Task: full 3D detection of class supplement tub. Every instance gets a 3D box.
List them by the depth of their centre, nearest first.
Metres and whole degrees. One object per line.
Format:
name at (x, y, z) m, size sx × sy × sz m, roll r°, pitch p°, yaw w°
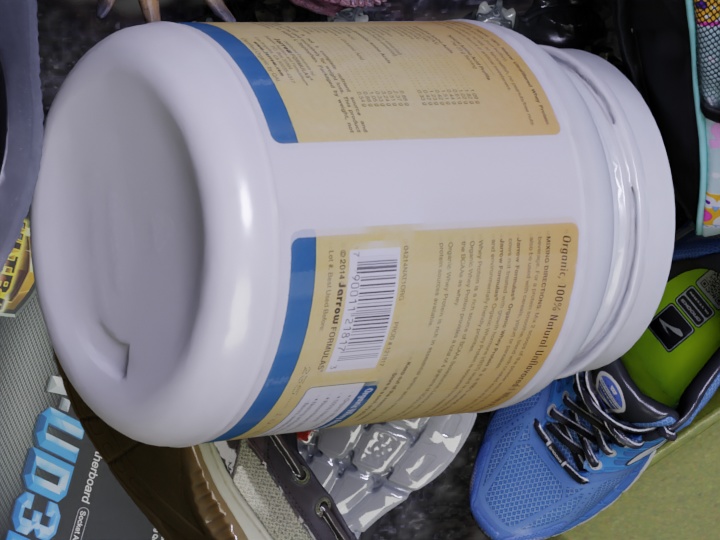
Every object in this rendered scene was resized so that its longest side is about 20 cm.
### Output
supplement tub at (-0.001, -0.017, 0.964) m, size 0.199 × 0.145 × 0.145 m, roll -4°, pitch 137°, yaw -35°

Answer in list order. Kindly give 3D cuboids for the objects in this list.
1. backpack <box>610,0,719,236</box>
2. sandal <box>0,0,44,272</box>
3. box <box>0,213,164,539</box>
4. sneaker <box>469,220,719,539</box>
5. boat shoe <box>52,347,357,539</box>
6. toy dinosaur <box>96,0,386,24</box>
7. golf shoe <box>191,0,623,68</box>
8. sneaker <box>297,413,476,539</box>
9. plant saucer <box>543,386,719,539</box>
backpack at (0.163, -0.114, 1.006) m, size 0.152 × 0.177 × 0.201 m, roll -3°, pitch 135°, yaw -2°
sandal at (-0.146, -0.087, 0.975) m, size 0.043 × 0.202 × 0.076 m, roll 10°, pitch 160°, yaw -29°
box at (-0.132, 0.048, 1.139) m, size 0.158 × 0.046 × 0.201 m, roll 13°, pitch 103°, yaw -20°
sneaker at (0.110, 0.048, 1.190) m, size 0.079 × 0.089 × 0.200 m, roll 44°, pitch 115°, yaw 9°
boat shoe at (-0.058, 0.075, 1.113) m, size 0.073 × 0.065 × 0.201 m, roll -11°, pitch 112°, yaw 51°
toy dinosaur at (-0.036, -0.132, 0.982) m, size 0.199 × 0.136 × 0.086 m, roll 17°, pitch 127°, yaw -24°
golf shoe at (0.009, -0.061, 1.098) m, size 0.198 × 0.078 × 0.088 m, roll 0°, pitch 139°, yaw -9°
sneaker at (-0.010, 0.089, 1.243) m, size 0.077 × 0.082 × 0.201 m, roll 34°, pitch 101°, yaw -3°
plant saucer at (0.188, 0.125, 1.314) m, size 0.200 × 0.048 × 0.199 m, roll -37°, pitch 128°, yaw 22°
